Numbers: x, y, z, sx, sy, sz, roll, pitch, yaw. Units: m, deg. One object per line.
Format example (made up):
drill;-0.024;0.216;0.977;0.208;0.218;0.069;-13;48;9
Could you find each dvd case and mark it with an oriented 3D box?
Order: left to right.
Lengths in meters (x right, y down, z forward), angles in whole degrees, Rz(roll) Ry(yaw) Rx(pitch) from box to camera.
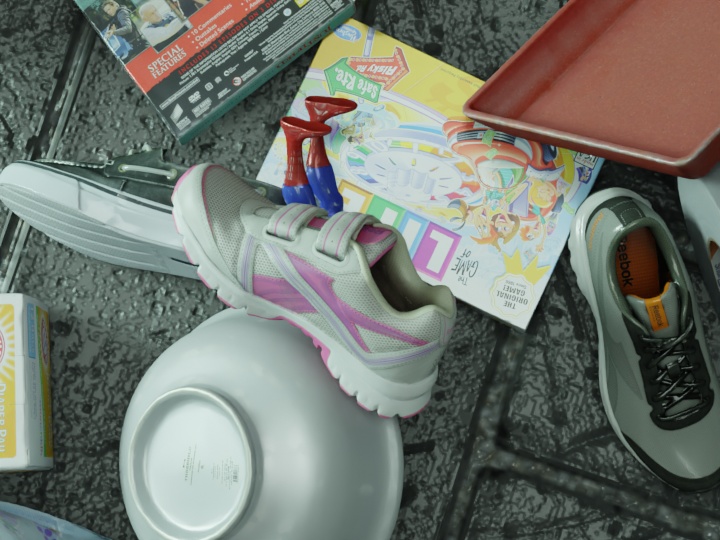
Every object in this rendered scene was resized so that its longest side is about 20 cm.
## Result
dvd case;-0.117;-0.201;1.635;0.146;0.022;0.200;-38;75;-1

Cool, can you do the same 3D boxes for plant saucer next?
plant saucer;0.194;-0.132;1.545;0.200;0.199;0.037;-45;125;-22

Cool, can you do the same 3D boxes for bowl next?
bowl;-0.079;0.119;1.541;0.200;0.090;0.203;-1;88;34

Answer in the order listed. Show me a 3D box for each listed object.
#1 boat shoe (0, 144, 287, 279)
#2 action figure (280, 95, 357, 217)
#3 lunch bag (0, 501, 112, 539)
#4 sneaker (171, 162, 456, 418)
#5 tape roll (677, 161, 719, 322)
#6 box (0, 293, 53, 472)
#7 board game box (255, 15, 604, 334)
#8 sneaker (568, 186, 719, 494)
boat shoe;-0.134;-0.043;1.612;0.198;0.072;0.071;16;67;14
action figure;0.000;0.000;1.574;0.098;0.065;0.202;13;119;21
lunch bag;-0.249;0.228;1.535;0.199;0.127;0.171;17;102;-34
sneaker;-0.020;-0.006;1.503;0.199;0.081;0.088;36;122;-1
tape roll;0.260;0.017;1.530;0.066;0.200;0.202;-22;84;-1
box;-0.298;0.075;1.590;0.198;0.101;0.114;-1;85;2
board game box;0.045;-0.063;1.627;0.199;0.034;0.135;25;86;4
sneaker;0.184;0.048;1.582;0.073;0.079;0.202;-21;99;-6
